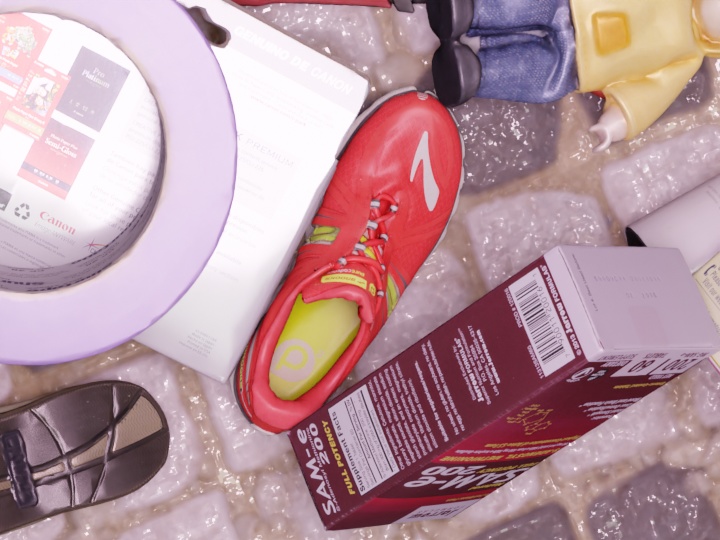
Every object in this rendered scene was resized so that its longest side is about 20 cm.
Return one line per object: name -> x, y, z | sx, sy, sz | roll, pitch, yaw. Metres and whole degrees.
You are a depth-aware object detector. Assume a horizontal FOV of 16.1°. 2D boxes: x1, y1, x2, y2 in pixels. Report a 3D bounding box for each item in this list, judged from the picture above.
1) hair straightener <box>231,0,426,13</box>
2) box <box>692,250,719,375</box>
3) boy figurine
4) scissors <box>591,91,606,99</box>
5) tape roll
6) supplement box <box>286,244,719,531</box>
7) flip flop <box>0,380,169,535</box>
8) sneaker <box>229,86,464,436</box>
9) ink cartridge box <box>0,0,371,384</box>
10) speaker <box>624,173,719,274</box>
hair straightener -> -0.031, -0.173, 1.329 | 0.198, 0.041, 0.078 | 5, 114, -9
box -> 0.291, 0.018, 1.314 | 0.200, 0.097, 0.176 | -42, 133, 9
boy figurine -> 0.135, -0.125, 1.338 | 0.198, 0.064, 0.125 | -6, 97, -12
scissors -> 0.086, -0.173, 1.368 | 0.200, 0.014, 0.073 | 39, 91, -10
tape roll -> -0.159, -0.060, 1.225 | 0.198, 0.085, 0.202 | -1, 97, -5
supplement box -> 0.071, 0.061, 1.287 | 0.200, 0.108, 0.061 | -36, 67, 35
flip flop -> -0.199, 0.100, 1.340 | 0.199, 0.058, 0.082 | -12, 92, -21
sneaker -> 0.000, 0.000, 1.337 | 0.077, 0.085, 0.201 | 27, 91, -9
ink cartridge box -> -0.118, -0.068, 1.313 | 0.199, 0.084, 0.176 | 28, 95, -9
speaker -> 0.243, -0.036, 1.367 | 0.199, 0.081, 0.082 | -30, 98, -4
